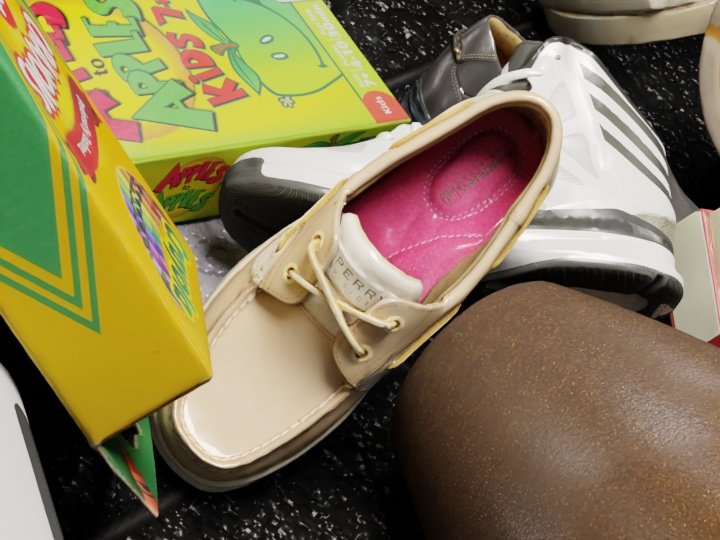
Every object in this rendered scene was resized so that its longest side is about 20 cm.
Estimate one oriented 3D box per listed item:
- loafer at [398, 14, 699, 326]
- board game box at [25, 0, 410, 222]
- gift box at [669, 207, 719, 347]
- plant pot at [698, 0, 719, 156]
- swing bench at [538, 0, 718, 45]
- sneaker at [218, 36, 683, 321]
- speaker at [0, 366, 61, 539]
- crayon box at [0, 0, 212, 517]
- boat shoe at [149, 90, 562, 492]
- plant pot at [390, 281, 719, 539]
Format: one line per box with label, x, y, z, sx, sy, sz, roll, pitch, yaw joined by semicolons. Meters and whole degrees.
loafer;0.111;-0.037;1.068;0.200;0.072;0.073;32;38;-3
board game box;-0.086;-0.072;0.986;0.200;0.048;0.102;-12;57;-42
gift box;0.232;0.054;0.977;0.184;0.187;0.201;12;63;-28
plant pot;0.263;-0.090;1.110;0.183;0.200;0.200;0;49;-45
swing bench;0.133;-0.237;1.176;0.200;0.129;0.199;-41;120;-49
sneaker;0.039;-0.045;0.996;0.200;0.076;0.116;11;59;-15
speaker;-0.123;0.106;0.700;0.081;0.081;0.200;11;28;-26
crayon box;-0.109;-0.026;0.813;0.200;0.051;0.127;58;4;-20
boat shoe;0.000;0.000;0.884;0.074;0.069;0.200;44;76;1
plant pot;0.105;0.099;0.862;0.187;0.187;0.200;-7;39;-39
